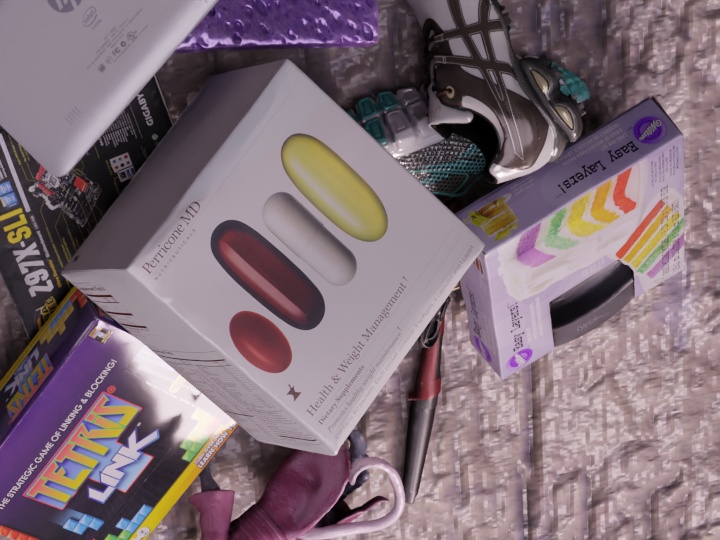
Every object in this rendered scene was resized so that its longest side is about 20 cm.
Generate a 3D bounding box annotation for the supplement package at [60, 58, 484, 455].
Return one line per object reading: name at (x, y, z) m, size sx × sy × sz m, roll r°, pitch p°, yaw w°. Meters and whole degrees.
supplement package at (-0.062, -0.009, 1.535) m, size 0.200 × 0.147 × 0.192 m, roll 41°, pitch 73°, yaw -19°

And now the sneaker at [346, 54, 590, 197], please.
sneaker at (0.080, -0.103, 1.675) m, size 0.199 × 0.078 × 0.092 m, roll -14°, pitch 131°, yaw -8°

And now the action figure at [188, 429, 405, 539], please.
action figure at (-0.069, 0.215, 1.708) m, size 0.200 × 0.149 × 0.134 m, roll -36°, pitch 124°, yaw -17°

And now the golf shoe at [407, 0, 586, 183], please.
golf shoe at (0.072, -0.153, 1.592) m, size 0.094 × 0.078 × 0.200 m, roll -37°, pitch 79°, yaw -15°

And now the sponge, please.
sponge at (-0.086, -0.214, 1.568) m, size 0.199 × 0.030 × 0.112 m, roll -4°, pitch 88°, yaw -16°

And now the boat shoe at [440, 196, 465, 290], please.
boat shoe at (0.001, 0.000, 1.684) m, size 0.199 × 0.072 × 0.068 m, roll -22°, pitch 111°, yaw -15°

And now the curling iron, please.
curling iron at (0.046, 0.099, 1.755) m, size 0.049 × 0.025 × 0.201 m, roll -26°, pitch 131°, yaw -46°

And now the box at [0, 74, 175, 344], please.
box at (-0.200, -0.048, 1.610) m, size 0.159 × 0.049 × 0.201 m, roll -22°, pitch 116°, yaw -5°

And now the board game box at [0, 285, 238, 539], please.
board game box at (-0.197, 0.122, 1.640) m, size 0.165 × 0.057 × 0.200 m, roll 25°, pitch 111°, yaw -38°

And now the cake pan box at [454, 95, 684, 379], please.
cake pan box at (0.164, -0.020, 1.681) m, size 0.184 × 0.052 × 0.200 m, roll -28°, pitch 148°, yaw -11°

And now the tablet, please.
tablet at (-0.190, -0.179, 1.524) m, size 0.130 × 0.014 × 0.200 m, roll 44°, pitch 97°, yaw 11°
